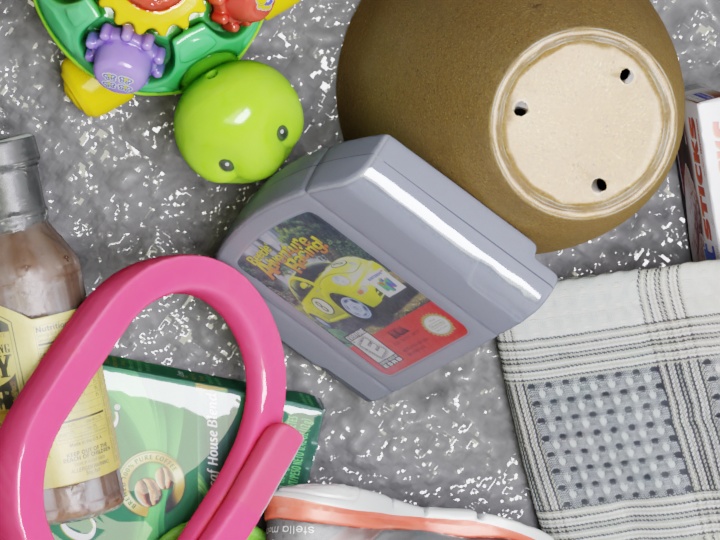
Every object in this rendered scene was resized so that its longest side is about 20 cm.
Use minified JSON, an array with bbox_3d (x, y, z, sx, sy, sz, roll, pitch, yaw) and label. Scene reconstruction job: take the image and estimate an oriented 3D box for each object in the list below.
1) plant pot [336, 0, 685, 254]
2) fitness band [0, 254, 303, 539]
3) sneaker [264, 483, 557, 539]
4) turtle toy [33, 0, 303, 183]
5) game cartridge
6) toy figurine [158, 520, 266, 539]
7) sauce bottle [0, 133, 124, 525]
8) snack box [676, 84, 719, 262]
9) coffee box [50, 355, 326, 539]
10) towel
[{"bbox_3d":[0.091,-0.084,1.171,0.186,0.200,0.187,-1,101,-7],"label":"plant pot"},{"bbox_3d":[-0.108,0.086,1.168,0.144,0.037,0.200,45,60,-26],"label":"fitness band"},{"bbox_3d":[0.031,0.171,1.245,0.200,0.077,0.082,14,74,-25],"label":"sneaker"},{"bbox_3d":[-0.097,-0.137,1.184,0.146,0.101,0.200,-31,102,-2],"label":"turtle toy"},{"bbox_3d":[0.000,0.000,1.180,0.133,0.200,0.041,39,60,-10],"label":"game cartridge"},{"bbox_3d":[-0.086,0.260,1.185,0.150,0.184,0.200,12,114,-11],"label":"toy figurine"},{"bbox_3d":[-0.170,0.030,1.181,0.065,0.065,0.200,-11,94,-6],"label":"sauce bottle"},{"bbox_3d":[0.203,-0.001,1.265,0.024,0.072,0.200,-11,101,-5],"label":"snack box"},{"bbox_3d":[-0.130,0.111,1.250,0.200,0.044,0.123,13,97,-10],"label":"coffee box"},{"bbox_3d":[0.175,0.088,1.244,0.200,0.035,0.193,-7,103,30],"label":"towel"}]
